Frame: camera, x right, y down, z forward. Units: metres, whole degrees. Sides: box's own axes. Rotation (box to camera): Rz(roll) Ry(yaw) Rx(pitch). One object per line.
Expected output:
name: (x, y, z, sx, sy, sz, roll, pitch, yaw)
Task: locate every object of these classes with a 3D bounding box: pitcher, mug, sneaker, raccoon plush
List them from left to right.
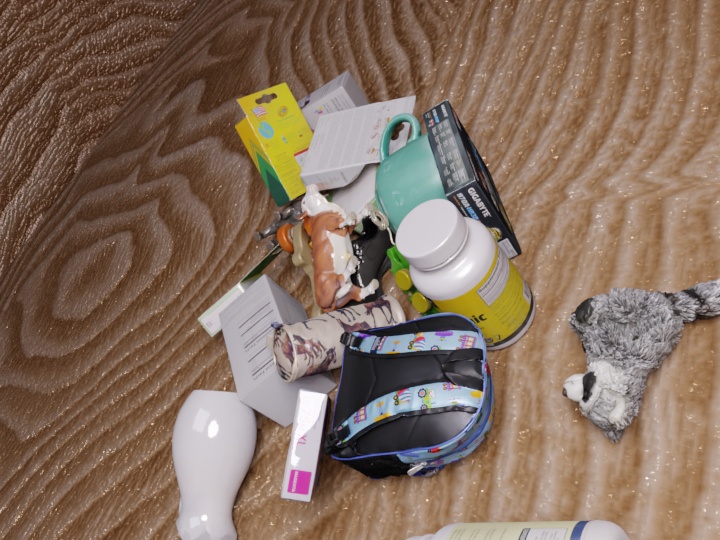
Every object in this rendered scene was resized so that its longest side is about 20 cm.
pitcher: (-0.230, 0.283, 0.870, 0.171, 0.120, 0.203, -14, 68, 54)
sneaker: (0.000, 0.000, 0.931, 0.075, 0.091, 0.202, -3, 57, 39)
mug: (0.088, -0.128, 0.903, 0.114, 0.152, 0.187, -28, 54, 21)
raccoon plush: (0.300, 0.086, 0.585, 0.199, 0.097, 0.135, -25, 51, 25)

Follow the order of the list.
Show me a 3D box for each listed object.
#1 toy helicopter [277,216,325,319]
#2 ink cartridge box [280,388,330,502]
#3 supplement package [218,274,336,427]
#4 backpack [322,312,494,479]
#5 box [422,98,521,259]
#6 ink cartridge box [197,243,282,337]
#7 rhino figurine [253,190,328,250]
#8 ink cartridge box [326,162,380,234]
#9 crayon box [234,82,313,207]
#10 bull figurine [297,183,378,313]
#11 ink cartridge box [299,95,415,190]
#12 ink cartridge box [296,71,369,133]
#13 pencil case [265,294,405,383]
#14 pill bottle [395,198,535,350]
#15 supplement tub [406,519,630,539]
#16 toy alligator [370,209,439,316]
toy helicopter: (-0.062, 0.008, 0.972, 0.078, 0.132, 0.202, -23, 62, 31)
ink cartridge box: (-0.065, 0.219, 0.747, 0.041, 0.200, 0.121, 10, 76, -1)
supplement package: (-0.137, 0.124, 0.929, 0.109, 0.114, 0.201, -40, 39, 7)
backpack: (0.073, 0.149, 0.696, 0.198, 0.135, 0.184, -18, 46, 31)
box: (0.158, -0.128, 0.840, 0.046, 0.159, 0.201, -27, 41, 20)
ink cartridge box: (-0.189, 0.026, 1.057, 0.199, 0.048, 0.146, -39, 2, 9)
rhino figurine: (-0.118, -0.101, 1.098, 0.087, 0.060, 0.199, -29, -2, -44)
ink cartridge box: (-0.009, -0.126, 1.074, 0.200, 0.048, 0.147, -43, 32, 41)
crayon box: (-0.145, -0.235, 1.087, 0.127, 0.202, 0.051, -34, 10, -39)
bull figurine: (-0.036, -0.040, 0.875, 0.121, 0.065, 0.203, -19, 75, 46)
ink cartridge box: (0.002, -0.226, 1.041, 0.198, 0.050, 0.164, -3, 54, 24)
ink cartridge box: (-0.071, -0.282, 1.187, 0.199, 0.145, 0.084, -23, 32, 26)
pencil case: (-0.029, 0.089, 0.812, 0.198, 0.079, 0.089, -13, 39, -32)
pill bottle: (0.128, 0.005, 0.718, 0.111, 0.200, 0.112, -25, 42, 25)
supplement tub: (0.135, 0.297, 0.504, 0.198, 0.145, 0.146, -17, 47, 32)
toy alligator: (0.069, 0.004, 0.845, 0.059, 0.201, 0.054, -27, -16, -38)
